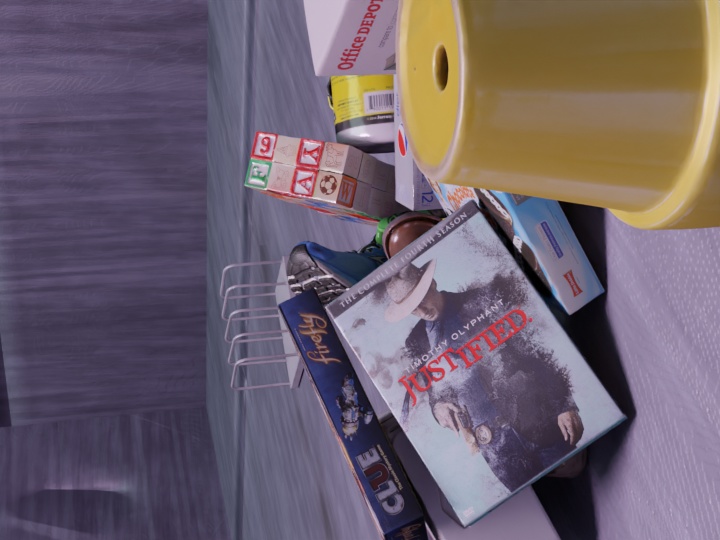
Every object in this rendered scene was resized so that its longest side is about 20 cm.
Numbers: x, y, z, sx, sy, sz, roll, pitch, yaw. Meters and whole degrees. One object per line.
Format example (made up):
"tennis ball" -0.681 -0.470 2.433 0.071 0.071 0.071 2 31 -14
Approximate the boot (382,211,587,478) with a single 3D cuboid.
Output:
"boot" 0.100 0.062 0.979 0.186 0.064 0.200 45 -165 -35

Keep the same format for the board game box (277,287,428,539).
"board game box" -0.004 0.128 0.984 0.136 0.035 0.200 76 168 -66

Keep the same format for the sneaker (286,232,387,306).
"sneaker" 0.000 0.000 1.299 0.078 0.200 0.090 -9 69 41

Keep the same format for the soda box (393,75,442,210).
"soda box" 0.071 -0.161 1.165 0.063 0.068 0.201 -142 49 -71

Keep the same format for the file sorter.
"file sorter" -0.177 0.096 2.188 0.139 0.124 0.201 110 153 -59

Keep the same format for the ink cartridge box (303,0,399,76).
"ink cartridge box" 0.068 -0.206 0.874 0.146 0.199 0.084 125 139 -70

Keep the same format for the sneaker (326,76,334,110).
"sneaker" -0.004 -0.208 1.432 0.200 0.084 0.075 126 139 -70

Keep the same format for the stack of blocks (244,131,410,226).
"stack of blocks" -0.016 -0.089 1.298 0.200 0.115 0.059 16 -93 -60

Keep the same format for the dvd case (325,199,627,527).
"dvd case" 0.082 0.068 0.918 0.200 0.146 0.022 58 -170 19

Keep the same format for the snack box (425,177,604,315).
"snack box" 0.115 -0.038 0.981 0.116 0.037 0.200 60 173 -14

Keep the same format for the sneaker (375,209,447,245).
"sneaker" 0.059 0.035 1.247 0.078 0.085 0.201 117 146 -65

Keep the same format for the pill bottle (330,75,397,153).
"pill bottle" 0.023 -0.225 1.252 0.112 0.112 0.201 168 98 -77

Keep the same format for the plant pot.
"plant pot" 0.126 -0.118 0.687 0.201 0.188 0.202 175 90 -76

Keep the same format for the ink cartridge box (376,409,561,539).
"ink cartridge box" 0.081 0.174 1.033 0.145 0.084 0.200 61 176 2
